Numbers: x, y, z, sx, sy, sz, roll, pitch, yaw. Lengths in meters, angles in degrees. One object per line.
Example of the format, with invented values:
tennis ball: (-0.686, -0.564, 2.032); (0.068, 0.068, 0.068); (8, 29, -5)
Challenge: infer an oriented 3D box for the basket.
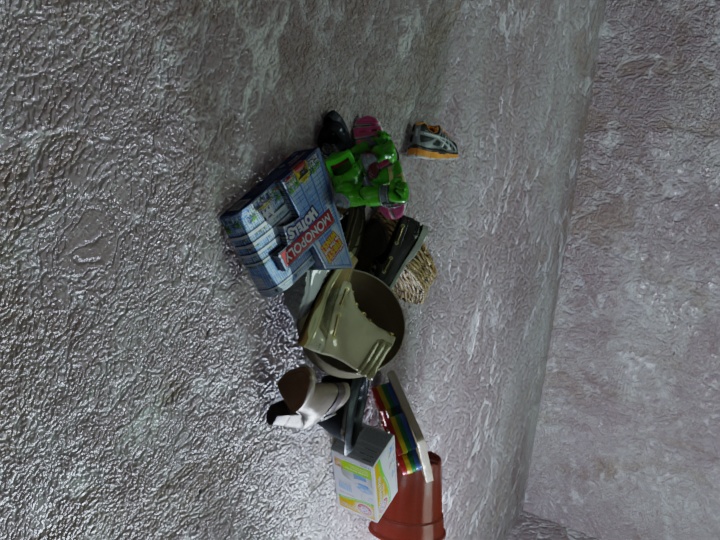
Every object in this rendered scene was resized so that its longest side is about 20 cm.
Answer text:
basket: (0.097, -0.039, 1.830); (0.150, 0.142, 0.200); (-64, 154, -21)

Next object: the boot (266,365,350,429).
boot: (-0.080, 0.224, 1.586); (0.145, 0.071, 0.200); (-5, 149, -37)

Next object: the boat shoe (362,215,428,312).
boat shoe: (0.053, -0.014, 1.664); (0.202, 0.060, 0.072); (-58, -170, 18)

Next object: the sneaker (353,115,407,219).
sneaker: (0.046, -0.191, 1.646); (0.087, 0.073, 0.201); (12, 57, -74)

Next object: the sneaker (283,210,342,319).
sneaker: (-0.079, -0.011, 1.510); (0.080, 0.076, 0.202); (-1, 111, -39)

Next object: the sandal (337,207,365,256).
sandal: (-0.023, -0.109, 1.646); (0.082, 0.054, 0.202); (40, 53, -70)

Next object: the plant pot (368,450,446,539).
plant pot: (0.124, 0.561, 2.206); (0.200, 0.199, 0.197); (-8, 102, -64)

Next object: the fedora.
fedora: (-0.043, 0.268, 1.750); (0.201, 0.091, 0.202); (13, 90, -82)

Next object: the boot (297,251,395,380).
boot: (-0.006, 0.078, 1.531); (0.201, 0.155, 0.073); (-66, -173, -33)

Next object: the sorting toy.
sorting toy: (0.093, 0.373, 2.034); (0.069, 0.199, 0.201); (-20, 138, -5)

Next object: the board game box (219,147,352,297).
board game box: (-0.100, -0.056, 1.385); (0.200, 0.061, 0.201); (-48, 122, -38)

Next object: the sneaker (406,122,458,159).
sneaker: (0.164, -0.283, 1.922); (0.200, 0.078, 0.078); (-15, 109, -64)

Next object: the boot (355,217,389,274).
boot: (0.000, 0.000, 1.697); (0.097, 0.074, 0.201); (-42, 151, -55)

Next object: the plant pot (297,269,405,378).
plant pot: (-0.030, 0.116, 1.623); (0.201, 0.199, 0.135); (-61, -178, -29)

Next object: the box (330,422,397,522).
box: (0.011, 0.452, 1.967); (0.101, 0.112, 0.201); (-49, 146, -42)

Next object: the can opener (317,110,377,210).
can opener: (-0.015, -0.185, 1.548); (0.079, 0.063, 0.201); (-51, 128, -32)

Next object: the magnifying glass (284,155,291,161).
magnifying glass: (-0.092, -0.128, 1.511); (0.080, 0.022, 0.200); (-63, 153, -22)

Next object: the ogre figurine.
ogre figurine: (0.007, -0.161, 1.431); (0.098, 0.119, 0.201); (74, 2, -58)
